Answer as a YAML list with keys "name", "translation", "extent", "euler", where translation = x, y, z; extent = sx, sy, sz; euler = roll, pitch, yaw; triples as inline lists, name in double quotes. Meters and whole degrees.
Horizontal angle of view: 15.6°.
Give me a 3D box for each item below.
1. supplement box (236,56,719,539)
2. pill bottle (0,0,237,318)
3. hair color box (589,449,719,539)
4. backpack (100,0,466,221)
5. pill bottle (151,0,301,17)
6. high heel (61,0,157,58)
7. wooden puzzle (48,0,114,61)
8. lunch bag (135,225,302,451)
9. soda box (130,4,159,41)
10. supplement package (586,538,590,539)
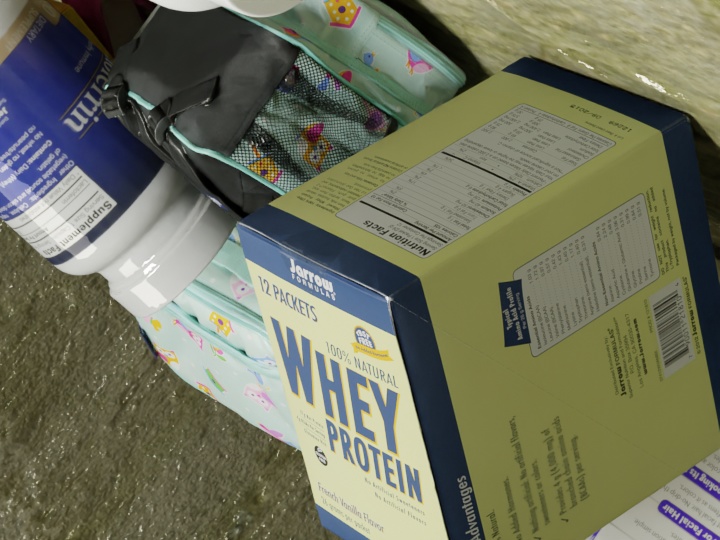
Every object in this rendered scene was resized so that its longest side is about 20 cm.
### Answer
- name: "supplement box"
  translation: [0.072, 0.031, 1.367]
  extent: [0.134, 0.199, 0.201]
  euler: [26, 138, 50]
- name: "pill bottle"
  translation: [-0.174, -0.070, 1.581]
  extent: [0.200, 0.116, 0.116]
  euler: [43, 170, -17]
- name: "hair color box"
  translation: [0.210, 0.126, 1.463]
  extent: [0.109, 0.200, 0.065]
  euler: [35, 167, 5]
- name: "backpack"
  translation: [-0.024, -0.084, 1.514]
  extent: [0.200, 0.154, 0.176]
  euler: [42, 172, -30]
- name: "pill bottle"
  translation: [-0.105, -0.199, 1.331]
  extent: [0.200, 0.113, 0.113]
  euler: [29, 170, 41]
- name: "high heel"
  translation: [-0.129, -0.134, 1.740]
  extent: [0.200, 0.067, 0.096]
  euler: [56, 174, -30]
- name: "wooden puzzle"
  translation: [-0.177, -0.123, 1.714]
  extent: [0.200, 0.037, 0.185]
  euler: [47, 172, -22]
- name: "lunch bag"
  translation: [-0.083, 0.033, 1.778]
  extent: [0.199, 0.077, 0.161]
  euler: [28, 157, 36]
- name: "soda box"
  translation: [-0.086, -0.110, 1.686]
  extent: [0.063, 0.068, 0.200]
  euler: [32, 172, 20]
- name: "supplement package"
  translation: [0.129, 0.105, 1.974]
  extent: [0.200, 0.156, 0.111]
  euler: [36, 173, -8]
